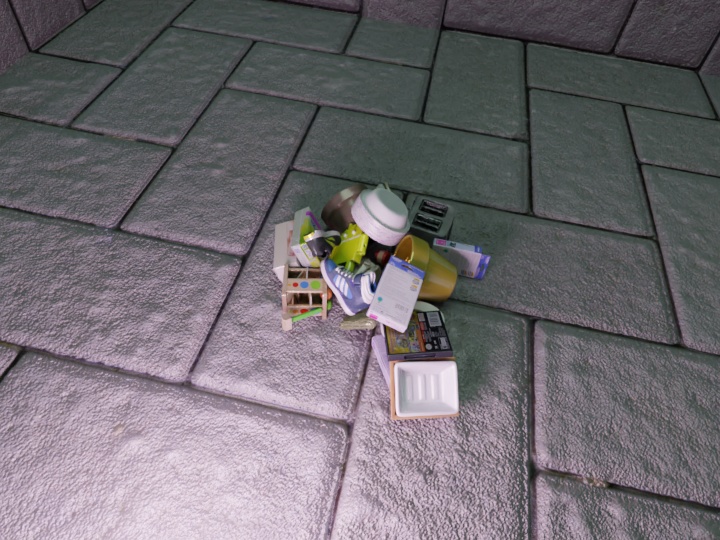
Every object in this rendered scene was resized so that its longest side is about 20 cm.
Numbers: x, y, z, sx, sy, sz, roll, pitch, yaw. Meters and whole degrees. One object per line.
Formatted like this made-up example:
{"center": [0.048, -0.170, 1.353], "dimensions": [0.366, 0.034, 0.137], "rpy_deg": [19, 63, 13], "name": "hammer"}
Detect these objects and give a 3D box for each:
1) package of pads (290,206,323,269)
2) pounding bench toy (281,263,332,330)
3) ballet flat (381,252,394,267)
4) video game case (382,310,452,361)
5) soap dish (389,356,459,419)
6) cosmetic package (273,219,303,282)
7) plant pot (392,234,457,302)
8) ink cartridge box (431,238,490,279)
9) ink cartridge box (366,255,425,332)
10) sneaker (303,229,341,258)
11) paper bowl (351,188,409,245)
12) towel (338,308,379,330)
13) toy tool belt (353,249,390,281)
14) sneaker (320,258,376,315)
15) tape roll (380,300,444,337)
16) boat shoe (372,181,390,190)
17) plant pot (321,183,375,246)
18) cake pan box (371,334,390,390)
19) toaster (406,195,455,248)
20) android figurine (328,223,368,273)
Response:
{"center": [-0.166, -0.089, 1.706], "dimensions": [0.067, 0.156, 0.202], "rpy_deg": [-18, 39, 14], "name": "package of pads"}
{"center": [-0.164, 0.097, 1.599], "dimensions": [0.152, 0.125, 0.203], "rpy_deg": [1, 49, -5], "name": "pounding bench toy"}
{"center": [0.168, -0.031, 1.784], "dimensions": [0.196, 0.070, 0.063], "rpy_deg": [11, 19, 1], "name": "ballet flat"}
{"center": [0.156, 0.182, 1.464], "dimensions": [0.177, 0.026, 0.201], "rpy_deg": [-4, 29, -1], "name": "video game case"}
{"center": [0.171, 0.322, 1.417], "dimensions": [0.196, 0.081, 0.161], "rpy_deg": [1, 80, -13], "name": "soap dish"}
{"center": [-0.233, -0.061, 1.731], "dimensions": [0.086, 0.104, 0.203], "rpy_deg": [-14, 50, 10], "name": "cosmetic package"}
{"center": [0.203, 0.012, 1.667], "dimensions": [0.186, 0.201, 0.203], "rpy_deg": [21, 47, -15], "name": "plant pot"}
{"center": [0.337, -0.039, 1.765], "dimensions": [0.196, 0.121, 0.042], "rpy_deg": [13, 47, 7], "name": "ink cartridge box"}
{"center": [0.105, 0.065, 1.483], "dimensions": [0.118, 0.042, 0.202], "rpy_deg": [24, 60, -1], "name": "ink cartridge box"}
{"center": [-0.116, -0.077, 1.619], "dimensions": [0.073, 0.199, 0.086], "rpy_deg": [-17, 85, 24], "name": "sneaker"}
{"center": [0.076, -0.187, 1.679], "dimensions": [0.198, 0.105, 0.203], "rpy_deg": [26, 35, -20], "name": "paper bowl"}
{"center": [0.027, 0.129, 1.566], "dimensions": [0.148, 0.199, 0.037], "rpy_deg": [-40, 102, -29], "name": "towel"}
{"center": [0.000, 0.000, 1.694], "dimensions": [0.121, 0.125, 0.202], "rpy_deg": [24, 70, 23], "name": "toy tool belt"}
{"center": [-0.021, 0.021, 1.559], "dimensions": [0.202, 0.146, 0.080], "rpy_deg": [60, 27, 11], "name": "sneaker"}
{"center": [0.158, 0.162, 1.566], "dimensions": [0.198, 0.038, 0.204], "rpy_deg": [-2, 30, 1], "name": "tape roll"}
{"center": [0.102, -0.247, 1.963], "dimensions": [0.067, 0.075, 0.202], "rpy_deg": [-22, 54, 2], "name": "boat shoe"}
{"center": [-0.014, -0.174, 1.823], "dimensions": [0.198, 0.201, 0.175], "rpy_deg": [-27, 73, -26], "name": "plant pot"}
{"center": [0.145, 0.261, 1.536], "dimensions": [0.181, 0.053, 0.202], "rpy_deg": [-12, 52, -18], "name": "cake pan box"}
{"center": [0.245, -0.153, 1.856], "dimensions": [0.197, 0.120, 0.182], "rpy_deg": [20, 51, 11], "name": "toaster"}
{"center": [-0.036, -0.073, 1.683], "dimensions": [0.041, 0.180, 0.203], "rpy_deg": [31, 62, -31], "name": "android figurine"}
